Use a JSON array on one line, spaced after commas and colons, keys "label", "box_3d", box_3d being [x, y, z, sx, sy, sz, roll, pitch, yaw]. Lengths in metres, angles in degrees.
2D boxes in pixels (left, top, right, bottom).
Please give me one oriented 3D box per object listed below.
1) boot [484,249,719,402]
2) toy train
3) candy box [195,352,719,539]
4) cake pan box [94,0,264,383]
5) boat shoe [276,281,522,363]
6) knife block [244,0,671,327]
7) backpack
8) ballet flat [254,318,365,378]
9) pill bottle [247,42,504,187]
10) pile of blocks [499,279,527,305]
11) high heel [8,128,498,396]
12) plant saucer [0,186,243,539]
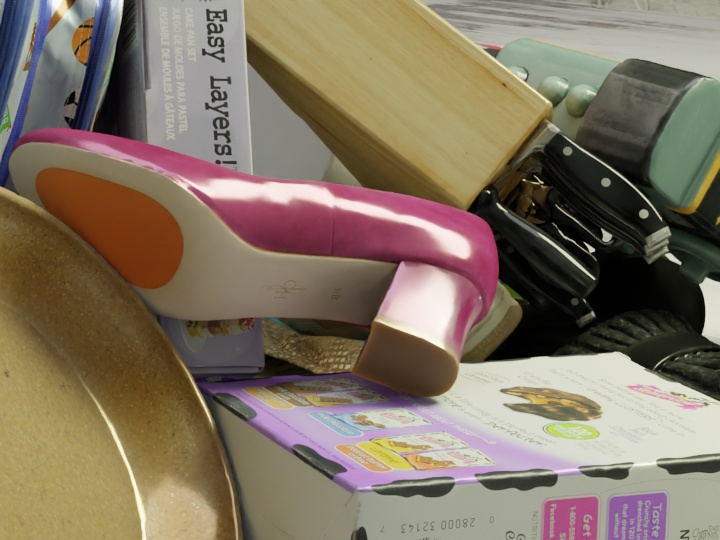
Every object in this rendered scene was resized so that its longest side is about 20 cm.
[{"label": "boot", "box_3d": [0.155, 0.047, 1.273, 0.158, 0.080, 0.211, 4, 18, 32]}, {"label": "toy train", "box_3d": [0.125, -0.061, 1.298, 0.114, 0.085, 0.200, 37, -8, -38]}, {"label": "candy box", "box_3d": [0.054, 0.089, 1.066, 0.200, 0.072, 0.168, -3, 12, -23]}, {"label": "cake pan box", "box_3d": [-0.092, -0.035, 1.193, 0.052, 0.200, 0.184, 0, -14, -19]}, {"label": "boat shoe", "box_3d": [0.000, 0.000, 1.271, 0.074, 0.069, 0.200, -45, 24, -21]}, {"label": "knife block", "box_3d": [0.043, -0.063, 1.203, 0.200, 0.064, 0.176, 47, -12, -32]}, {"label": "backpack", "box_3d": [-0.182, -0.085, 1.132, 0.154, 0.200, 0.191, 9, 15, -6]}, {"label": "ballet flat", "box_3d": [-0.027, 0.063, 1.239, 0.065, 0.071, 0.200, -37, 29, -28]}, {"label": "pill bottle", "box_3d": [0.012, -0.066, 1.400, 0.120, 0.120, 0.200, 11, 5, 35]}, {"label": "pile of blocks", "box_3d": [0.076, 0.024, 1.369, 0.062, 0.082, 0.200, 5, 11, 12]}, {"label": "high heel", "box_3d": [-0.039, -0.024, 1.088, 0.200, 0.067, 0.096, 20, 40, -1]}, {"label": "plant saucer", "box_3d": [-0.122, 0.059, 0.982, 0.035, 0.200, 0.200, -33, -4, 24]}]
